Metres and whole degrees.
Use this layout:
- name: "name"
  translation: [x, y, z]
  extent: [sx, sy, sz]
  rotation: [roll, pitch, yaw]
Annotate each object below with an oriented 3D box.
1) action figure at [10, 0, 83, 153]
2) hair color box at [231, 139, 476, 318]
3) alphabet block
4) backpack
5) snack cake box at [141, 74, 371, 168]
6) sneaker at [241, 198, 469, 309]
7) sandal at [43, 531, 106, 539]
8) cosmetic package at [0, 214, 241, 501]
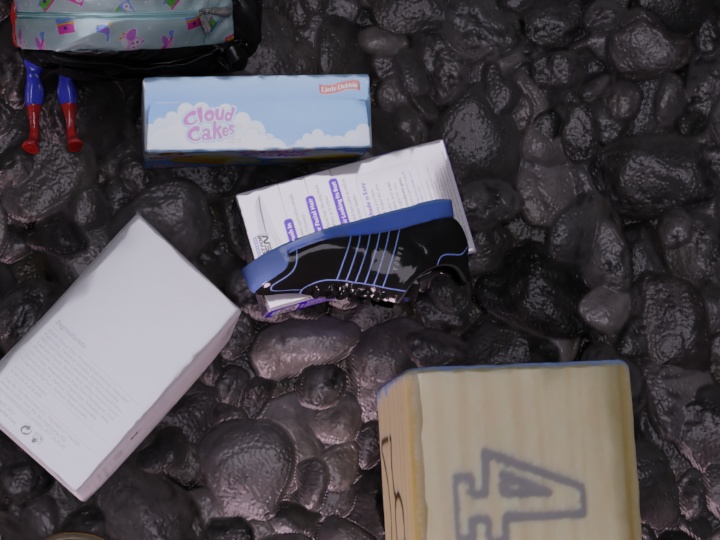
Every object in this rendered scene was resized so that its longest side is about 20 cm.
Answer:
- name: "action figure"
  translation: [-0.282, -0.210, 1.625]
  extent: [0.065, 0.052, 0.202]
  rotation: [-4, 80, -5]
- name: "hair color box"
  translation: [-0.007, -0.037, 1.625]
  extent: [0.198, 0.065, 0.110]
  rotation: [-15, 84, -11]
- name: "alphabet block"
  translation: [0.123, 0.187, 1.544]
  extent: [0.194, 0.195, 0.202]
  rotation: [-2, 83, -6]
- name: "backpack"
  translation: [-0.202, -0.228, 1.546]
  extent: [0.198, 0.166, 0.128]
  rotation: [-4, 95, -30]
- name: "snack cake box"
  translation: [-0.095, -0.132, 1.598]
  extent: [0.198, 0.115, 0.068]
  rotation: [-2, 88, -7]
- name: "sneaker"
  translation: [0.000, 0.000, 1.555]
  extent: [0.198, 0.070, 0.079]
  rotation: [-17, 81, -10]
- name: "sandal"
  translation: [-0.206, 0.306, 1.551]
  extent: [0.080, 0.054, 0.200]
  rotation: [-38, 88, -11]
- name: "cosmetic package"
  translation: [-0.210, 0.080, 1.511]
  extent: [0.123, 0.199, 0.200]
  rotation: [40, 79, 1]
